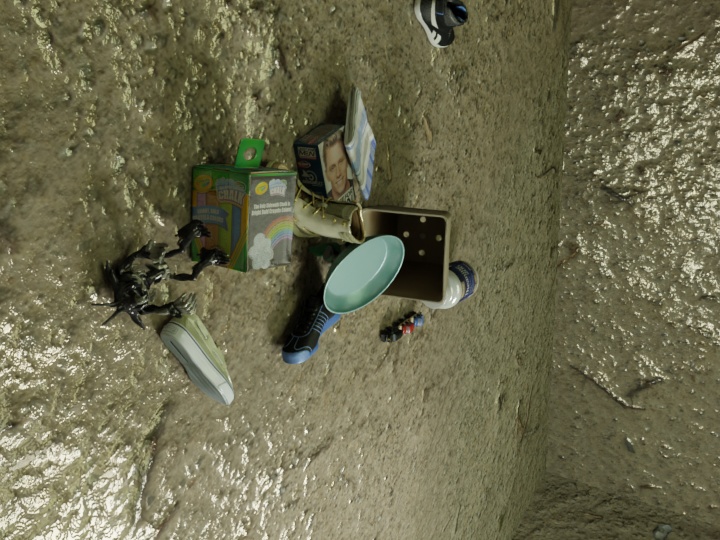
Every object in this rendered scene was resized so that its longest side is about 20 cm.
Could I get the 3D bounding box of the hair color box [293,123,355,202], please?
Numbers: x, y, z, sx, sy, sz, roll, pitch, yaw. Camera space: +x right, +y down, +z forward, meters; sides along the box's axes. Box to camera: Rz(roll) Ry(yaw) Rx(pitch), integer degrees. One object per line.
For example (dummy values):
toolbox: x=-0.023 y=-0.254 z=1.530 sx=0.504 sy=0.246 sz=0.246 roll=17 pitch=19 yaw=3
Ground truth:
hair color box: x=-0.064 y=-0.176 z=1.407 sx=0.100 sy=0.060 sz=0.202 roll=-47 pitch=137 yaw=-45

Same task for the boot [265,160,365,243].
boot: x=-0.080 y=-0.121 z=1.299 sx=0.073 sy=0.153 sz=0.201 roll=-64 pitch=148 yaw=-24

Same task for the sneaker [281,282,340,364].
sneaker: x=-0.103 y=0.102 z=1.431 sx=0.200 sy=0.069 sz=0.079 roll=-53 pitch=139 yaw=-50

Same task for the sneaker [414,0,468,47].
sneaker: x=0.214 y=-0.590 z=1.709 sx=0.199 sy=0.111 sz=0.074 roll=19 pitch=84 yaw=-61

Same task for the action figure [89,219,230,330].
action figure: x=-0.285 y=0.007 z=1.026 sx=0.200 sy=0.101 sz=0.120 roll=-44 pitch=118 yaw=-36

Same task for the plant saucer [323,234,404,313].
plant saucer: x=0.000 y=0.000 z=1.425 sx=0.199 sy=0.036 sz=0.201 roll=-29 pitch=147 yaw=-21

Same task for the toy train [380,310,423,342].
toy train: x=0.115 y=0.145 z=1.849 sx=0.199 sy=0.045 sz=0.035 roll=-26 pitch=121 yaw=-56

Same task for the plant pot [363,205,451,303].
plant pot: x=0.122 y=-0.059 z=1.664 sx=0.177 sy=0.197 sz=0.202 roll=-42 pitch=136 yaw=-63

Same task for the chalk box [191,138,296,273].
chalk box: x=-0.187 y=-0.110 z=1.148 sx=0.124 sy=0.123 sz=0.203 roll=-12 pitch=109 yaw=-58

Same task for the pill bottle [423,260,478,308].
pill bottle: x=0.243 y=0.042 z=1.977 sx=0.199 sy=0.110 sz=0.112 roll=-21 pitch=117 yaw=-57

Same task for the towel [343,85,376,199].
towel: x=0.002 y=-0.259 z=1.465 sx=0.200 sy=0.023 sz=0.148 roll=67 pitch=26 yaw=-60

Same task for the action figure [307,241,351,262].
action figure: x=-0.025 y=-0.009 z=1.505 sx=0.200 sy=0.117 sz=0.055 roll=49 pitch=43 yaw=-67

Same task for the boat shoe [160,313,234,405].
boat shoe: x=-0.252 y=0.145 z=1.170 sx=0.062 sy=0.071 sz=0.201 roll=-55 pitch=141 yaw=-32
